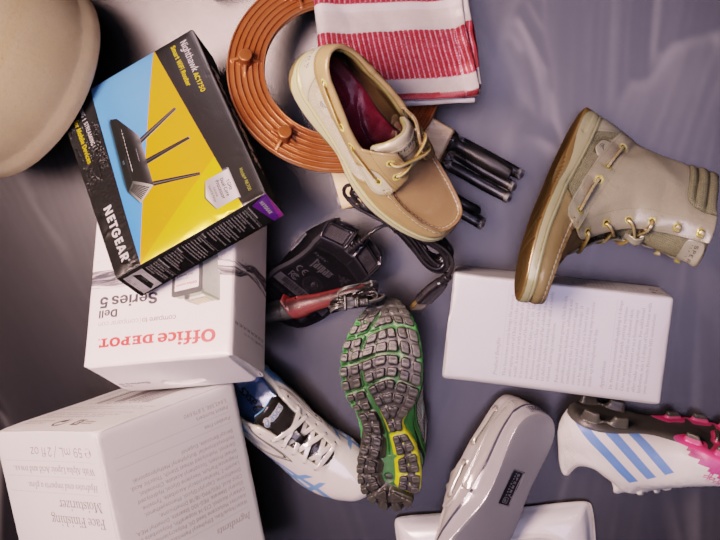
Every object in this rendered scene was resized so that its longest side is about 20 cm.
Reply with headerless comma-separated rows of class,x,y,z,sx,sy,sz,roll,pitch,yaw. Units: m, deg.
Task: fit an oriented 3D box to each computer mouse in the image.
computer mouse,0.000,0.000,0.926,0.140,0.046,0.200,35,128,-13

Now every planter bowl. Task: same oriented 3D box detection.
planter bowl,-0.357,-0.202,0.881,0.199,0.134,0.202,-12,67,31

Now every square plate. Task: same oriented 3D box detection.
square plate,0.143,0.338,0.963,0.198,0.028,0.200,-7,94,9

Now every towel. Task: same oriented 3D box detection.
towel,0.029,-0.244,0.873,0.143,0.023,0.202,-4,74,-4

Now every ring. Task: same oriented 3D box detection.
ring,-0.022,-0.185,0.873,0.199,0.019,0.202,1,73,-3

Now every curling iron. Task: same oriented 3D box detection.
curling iron,-0.067,0.035,0.917,0.199,0.049,0.026,-11,88,30

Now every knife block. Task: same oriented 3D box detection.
knife block,0.054,-0.127,0.910,0.174,0.064,0.201,-16,93,9

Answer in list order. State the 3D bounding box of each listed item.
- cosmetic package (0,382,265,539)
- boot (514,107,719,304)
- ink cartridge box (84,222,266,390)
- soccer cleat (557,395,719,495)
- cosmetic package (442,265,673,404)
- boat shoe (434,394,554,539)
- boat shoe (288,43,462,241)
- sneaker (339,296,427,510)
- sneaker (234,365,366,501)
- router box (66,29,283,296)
cosmetic package,-0.210,0.223,0.907,0.164,0.165,0.202,-8,95,39
boot,0.232,-0.035,0.862,0.154,0.072,0.201,25,67,2
ink cartridge box,-0.168,0.001,0.902,0.144,0.084,0.201,-6,69,13
soccer cleat,0.284,0.178,0.913,0.199,0.070,0.087,13,113,9
cosmetic package,0.182,0.058,0.906,0.198,0.071,0.102,7,98,7
boat shoe,0.113,0.213,0.930,0.072,0.066,0.201,21,95,-32
boat shoe,0.020,-0.105,0.809,0.200,0.066,0.074,46,70,-15
sneaker,0.026,0.121,0.925,0.077,0.085,0.202,2,105,11
sneaker,-0.068,0.160,0.950,0.200,0.072,0.072,38,85,3
router box,-0.173,-0.099,0.865,0.149,0.051,0.201,-29,63,5
